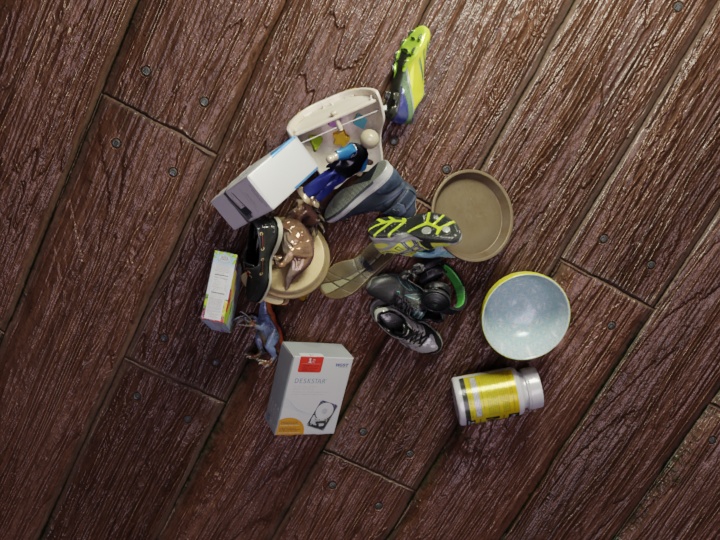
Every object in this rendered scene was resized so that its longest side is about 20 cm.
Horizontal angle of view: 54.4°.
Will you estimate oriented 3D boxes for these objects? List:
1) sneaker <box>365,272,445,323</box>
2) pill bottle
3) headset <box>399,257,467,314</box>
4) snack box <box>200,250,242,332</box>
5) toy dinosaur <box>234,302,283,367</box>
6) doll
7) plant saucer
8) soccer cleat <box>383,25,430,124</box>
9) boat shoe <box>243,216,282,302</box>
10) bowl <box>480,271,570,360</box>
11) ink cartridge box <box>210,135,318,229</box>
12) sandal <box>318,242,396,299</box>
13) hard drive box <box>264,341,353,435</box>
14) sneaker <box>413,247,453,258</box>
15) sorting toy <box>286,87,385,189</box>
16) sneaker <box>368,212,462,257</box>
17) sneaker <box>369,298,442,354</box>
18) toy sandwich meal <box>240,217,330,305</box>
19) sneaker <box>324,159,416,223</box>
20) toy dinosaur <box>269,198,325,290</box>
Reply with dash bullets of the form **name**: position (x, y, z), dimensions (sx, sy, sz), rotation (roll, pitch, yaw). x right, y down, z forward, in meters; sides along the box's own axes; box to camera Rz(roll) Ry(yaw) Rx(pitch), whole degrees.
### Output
- **sneaker**: position (0.107, 0.063, 1.555), dimensions (0.198, 0.080, 0.076), rotation (14, 130, -19)
- **pill bottle**: position (0.318, 0.289, 1.635), dimensions (0.198, 0.114, 0.115), rotation (-11, 107, 2)
- **headset**: position (0.166, 0.024, 1.520), dimensions (0.199, 0.125, 0.094), rotation (13, 145, -39)
- **snack box**: position (-0.290, 0.049, 1.480), dimensions (0.052, 0.200, 0.144), rotation (11, 78, -4)
- **toy dinosaur**: position (-0.220, 0.119, 1.609), dimensions (0.199, 0.105, 0.183), rotation (9, 98, -40)
- **doll**: position (-0.040, -0.212, 1.433), dimensions (0.200, 0.136, 0.049), rotation (-40, 68, 14)
- **plant saucer**: position (0.239, -0.117, 1.518), dimensions (0.198, 0.029, 0.202), rotation (1, 86, -18)
- **soccer cleat**: position (0.107, -0.404, 1.459), dimensions (0.083, 0.065, 0.202), rotation (10, 104, -36)
- **boat shoe**: position (-0.212, -0.019, 1.427), dimensions (0.063, 0.074, 0.203), rotation (-7, 131, -34)
- **bowl**: position (0.360, 0.088, 1.579), dimensions (0.198, 0.108, 0.202), rotation (-1, 107, -2)
- **ink cartridge box**: position (-0.197, -0.173, 1.417), dimensions (0.084, 0.199, 0.145), rotation (51, 60, -15)
- **sandal**: position (0.000, 0.000, 1.570), dimensions (0.199, 0.054, 0.081), rotation (-36, 72, -4)
- **hard drive box**: position (-0.120, 0.271, 1.610), dimensions (0.155, 0.077, 0.202), rotation (5, 108, -28)
- **sneaker**: position (0.181, -0.055, 1.544), dimensions (0.198, 0.082, 0.075), rotation (-5, 108, 0)
- **sorting toy**: position (-0.036, -0.268, 1.472), dimensions (0.198, 0.107, 0.181), rotation (-23, 120, -1)
- **sneaker**: position (0.118, -0.071, 1.470), dimensions (0.198, 0.076, 0.077), rotation (3, 139, 24)
- **sneaker**: position (0.104, 0.141, 1.599), dimensions (0.199, 0.088, 0.076), rotation (32, 102, -12)
- **toy sandwich meal**: position (-0.163, -0.017, 1.542), dimensions (0.203, 0.070, 0.207), rotation (2, 74, -6)
- **sneaker**: position (0.030, -0.134, 1.520), dimensions (0.202, 0.077, 0.146), rotation (-31, 129, 31)
- **toy dinosaur**: position (-0.129, -0.064, 1.482), dimensions (0.134, 0.086, 0.202), rotation (-4, 84, -23)
